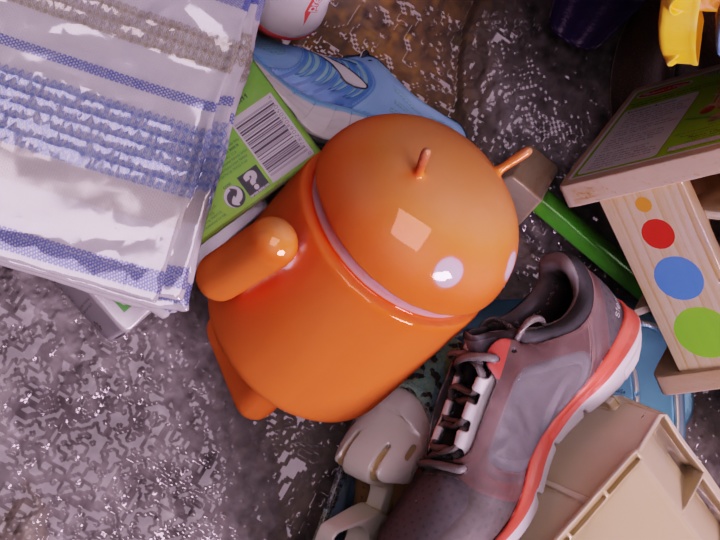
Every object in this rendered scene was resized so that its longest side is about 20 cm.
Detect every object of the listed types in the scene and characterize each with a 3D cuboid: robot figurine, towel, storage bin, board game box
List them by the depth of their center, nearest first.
[{"bbox_3d":[-0.130,-0.090,0.663,0.147,0.024,0.200,16,77,-12],"label":"towel"},{"bbox_3d":[-0.116,-0.111,0.694,0.096,0.030,0.200,-38,97,-18],"label":"board game box"},{"bbox_3d":[-0.001,0.000,0.697,0.144,0.200,0.117,33,38,-16],"label":"robot figurine"},{"bbox_3d":[0.118,0.195,0.740,0.199,0.094,0.200,-45,118,-13],"label":"storage bin"}]

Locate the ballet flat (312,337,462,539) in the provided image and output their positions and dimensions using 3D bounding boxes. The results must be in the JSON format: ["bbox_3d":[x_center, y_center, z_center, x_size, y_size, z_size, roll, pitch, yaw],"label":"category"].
[{"bbox_3d":[0.008,0.127,0.747,0.074,0.074,0.200,16,91,-11],"label":"ballet flat"}]

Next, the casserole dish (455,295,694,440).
[{"bbox_3d":[0.111,0.076,0.810,0.200,0.039,0.121,-2,87,-14],"label":"casserole dish"}]

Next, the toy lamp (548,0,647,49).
[{"bbox_3d":[0.169,-0.214,0.780,0.058,0.200,0.058,18,38,-15],"label":"toy lamp"}]

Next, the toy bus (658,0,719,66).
[{"bbox_3d":[0.184,-0.161,0.656,0.192,0.136,0.200,-12,68,5],"label":"toy bus"}]

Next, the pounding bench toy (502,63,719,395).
[{"bbox_3d":[0.187,-0.015,0.779,0.124,0.200,0.156,-48,117,-46],"label":"pounding bench toy"}]

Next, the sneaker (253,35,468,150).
[{"bbox_3d":[-0.028,-0.091,0.782,0.200,0.078,0.090,29,42,2],"label":"sneaker"}]

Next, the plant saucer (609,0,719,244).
[{"bbox_3d":[0.255,-0.107,0.861,0.200,0.032,0.200,1,86,-14],"label":"plant saucer"}]

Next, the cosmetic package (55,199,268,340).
[{"bbox_3d":[-0.159,-0.071,0.735,0.108,0.085,0.200,-44,97,-16],"label":"cosmetic package"}]

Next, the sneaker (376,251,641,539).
[{"bbox_3d":[0.059,0.070,0.694,0.200,0.077,0.082,-51,122,-22],"label":"sneaker"}]

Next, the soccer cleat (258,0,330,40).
[{"bbox_3d":[-0.057,-0.219,0.749,0.069,0.085,0.200,-4,66,-36],"label":"soccer cleat"}]
